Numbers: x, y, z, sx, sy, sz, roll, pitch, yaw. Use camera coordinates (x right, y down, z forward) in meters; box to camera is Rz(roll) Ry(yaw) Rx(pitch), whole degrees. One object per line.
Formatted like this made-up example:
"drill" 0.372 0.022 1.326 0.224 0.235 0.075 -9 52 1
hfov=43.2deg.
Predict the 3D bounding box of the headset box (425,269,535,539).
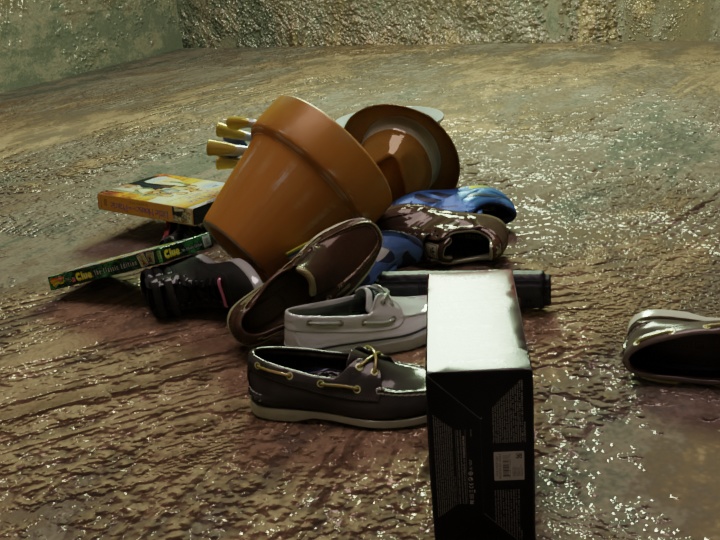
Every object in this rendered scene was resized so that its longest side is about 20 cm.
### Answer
"headset box" 0.091 0.097 0.711 0.077 0.150 0.200 -3 22 5

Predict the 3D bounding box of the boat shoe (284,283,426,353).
"boat shoe" 0.013 0.049 0.966 0.199 0.067 0.073 -16 24 -25

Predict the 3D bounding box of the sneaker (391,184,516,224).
"sneaker" 0.121 -0.073 1.260 0.199 0.066 0.078 -12 26 -16

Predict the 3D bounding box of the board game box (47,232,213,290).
"board game box" -0.298 -0.012 1.179 0.199 0.024 0.105 -12 5 29

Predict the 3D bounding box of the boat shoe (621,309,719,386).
"boat shoe" 0.339 0.073 0.823 0.199 0.072 0.060 1 28 26

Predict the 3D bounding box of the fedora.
"fedora" 0.046 -0.142 1.308 0.199 0.201 0.082 4 43 24

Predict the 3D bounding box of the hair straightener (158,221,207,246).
"hair straightener" -0.258 -0.068 1.367 0.076 0.041 0.200 -6 16 -3

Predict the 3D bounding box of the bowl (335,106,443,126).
"bowl" 0.054 -0.234 1.654 0.200 0.091 0.201 -4 21 2

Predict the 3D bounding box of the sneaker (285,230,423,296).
"sneaker" 0.000 0.000 1.103 0.199 0.083 0.074 -8 -15 -40

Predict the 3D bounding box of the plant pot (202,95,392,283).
"plant pot" -0.093 -0.085 1.152 0.183 0.200 0.200 -48 36 -13

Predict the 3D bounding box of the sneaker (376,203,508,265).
"sneaker" 0.091 -0.044 1.184 0.199 0.071 0.076 -1 22 14

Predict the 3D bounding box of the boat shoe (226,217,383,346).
"boat shoe" -0.053 0.014 0.987 0.202 0.075 0.075 -40 3 -10

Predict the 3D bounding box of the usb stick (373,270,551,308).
"usb stick" 0.115 0.023 1.032 0.199 0.056 0.033 -1 49 12

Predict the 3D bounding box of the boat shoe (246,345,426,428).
"boat shoe" -0.010 0.102 0.843 0.200 0.061 0.072 -1 22 12

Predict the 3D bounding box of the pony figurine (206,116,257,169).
"pony figurine" -0.115 -0.174 1.348 0.199 0.168 0.193 5 -6 -1

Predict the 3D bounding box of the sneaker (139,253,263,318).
"sneaker" -0.193 0.028 1.079 0.099 0.071 0.200 -23 21 -33

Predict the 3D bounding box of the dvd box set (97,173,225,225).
"dvd box set" -0.283 -0.111 1.403 0.199 0.030 0.146 11 23 32
